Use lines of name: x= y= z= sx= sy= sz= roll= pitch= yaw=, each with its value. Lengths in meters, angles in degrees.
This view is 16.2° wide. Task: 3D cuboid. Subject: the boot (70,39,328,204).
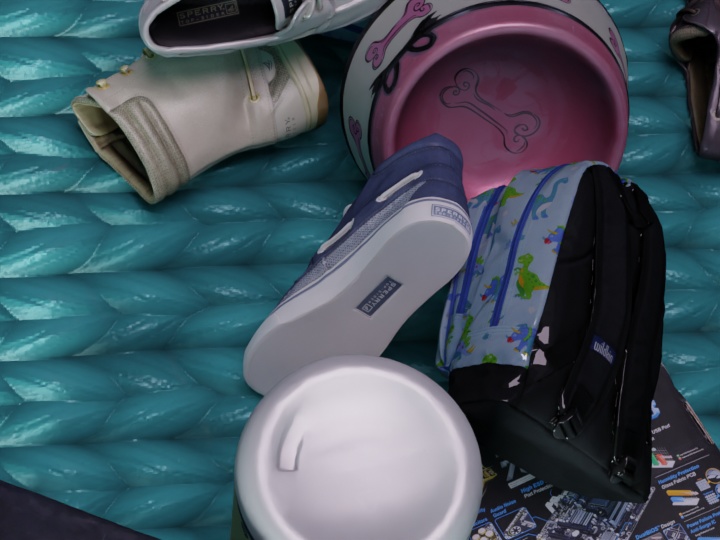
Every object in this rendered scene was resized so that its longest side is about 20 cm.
boot: x=-0.134 y=-0.152 z=1.737 sx=0.154 sy=0.072 sz=0.200 roll=-28 pitch=71 yaw=-21

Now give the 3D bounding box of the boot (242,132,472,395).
boot: x=0.000 y=0.000 z=1.637 sx=0.073 sy=0.200 sz=0.091 roll=35 pitch=34 yaw=-26

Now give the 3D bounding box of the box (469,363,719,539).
box: x=0.158 y=0.177 z=1.625 sx=0.199 sy=0.050 sz=0.199 roll=-21 pitch=61 yaw=-22

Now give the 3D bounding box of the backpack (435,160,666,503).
backpack: x=0.125 y=0.026 z=1.599 sx=0.163 sy=0.153 sz=0.201 roll=33 pitch=70 yaw=-39

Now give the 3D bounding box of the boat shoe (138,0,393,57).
boat shoe: x=-0.051 y=-0.184 z=1.657 sx=0.199 sy=0.066 sz=0.072 roll=-11 pitch=106 yaw=2

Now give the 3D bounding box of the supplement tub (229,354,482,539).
supplement tub: x=-0.006 y=0.151 z=1.520 sx=0.144 sy=0.200 sz=0.146 roll=2 pitch=65 yaw=-3

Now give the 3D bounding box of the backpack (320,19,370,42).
backpack: x=0.031 y=-0.223 z=1.765 sx=0.199 sy=0.154 sz=0.164 roll=22 pitch=49 yaw=-21

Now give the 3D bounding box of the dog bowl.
dog bowl: x=0.090 y=-0.102 z=1.679 sx=0.199 sy=0.201 sz=0.074 roll=2 pitch=28 yaw=-11

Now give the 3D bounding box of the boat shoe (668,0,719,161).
boat shoe: x=0.256 y=-0.169 z=1.826 sx=0.064 sy=0.072 sz=0.201 roll=-1 pitch=69 yaw=-17

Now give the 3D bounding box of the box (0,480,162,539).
box: x=-0.149 y=0.236 z=1.454 sx=0.199 sy=0.197 sz=0.118 roll=20 pitch=60 yaw=-1
